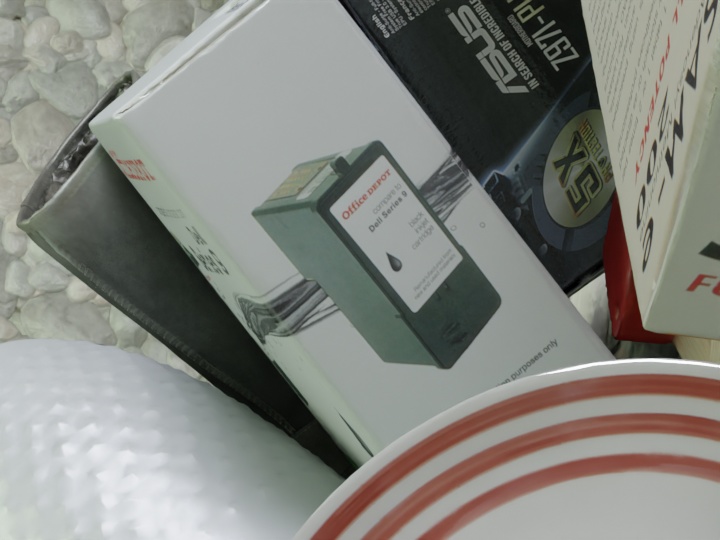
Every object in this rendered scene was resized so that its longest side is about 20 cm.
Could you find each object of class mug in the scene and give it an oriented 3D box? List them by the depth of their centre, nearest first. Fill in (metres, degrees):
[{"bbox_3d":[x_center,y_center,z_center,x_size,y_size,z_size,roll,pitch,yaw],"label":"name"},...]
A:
[{"bbox_3d":[-0.097,0.129,0.889,0.148,0.175,0.200,9,-68,-56],"label":"mug"}]

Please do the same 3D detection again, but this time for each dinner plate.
[{"bbox_3d":[0.057,0.110,0.591,0.024,0.200,0.201,61,-156,-48],"label":"dinner plate"}]

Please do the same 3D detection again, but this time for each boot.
[{"bbox_3d":[-0.030,-0.001,0.978,0.073,0.200,0.182,-46,8,30],"label":"boot"}]

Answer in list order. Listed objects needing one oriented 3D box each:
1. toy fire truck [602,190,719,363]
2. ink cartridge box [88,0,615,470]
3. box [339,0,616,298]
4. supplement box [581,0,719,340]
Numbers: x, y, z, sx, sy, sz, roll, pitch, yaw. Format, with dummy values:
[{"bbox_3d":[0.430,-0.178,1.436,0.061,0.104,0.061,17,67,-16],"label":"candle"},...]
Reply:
[{"bbox_3d":[0.118,-0.001,0.714,0.200,0.049,0.141,-94,13,-56],"label":"toy fire truck"},{"bbox_3d":[0.000,0.000,0.843,0.084,0.200,0.146,-39,8,-7],"label":"ink cartridge box"},{"bbox_3d":[0.034,-0.088,0.908,0.200,0.086,0.164,55,172,-2],"label":"box"},{"bbox_3d":[0.112,-0.065,0.496,0.200,0.126,0.074,-91,11,-55],"label":"supplement box"}]
